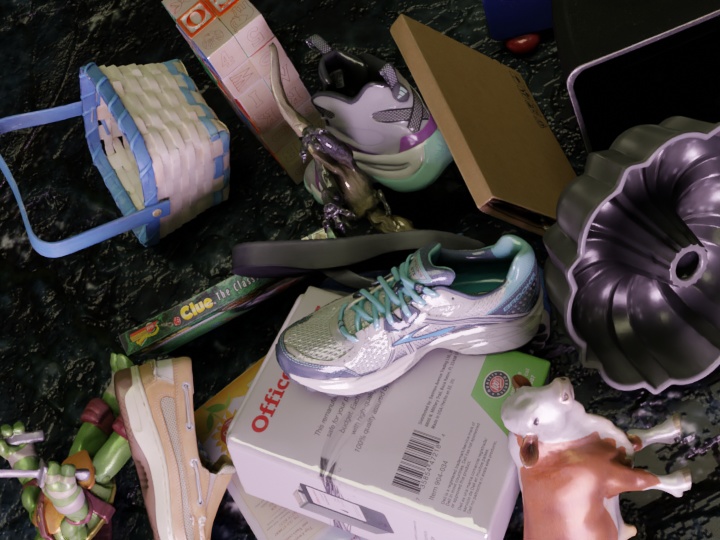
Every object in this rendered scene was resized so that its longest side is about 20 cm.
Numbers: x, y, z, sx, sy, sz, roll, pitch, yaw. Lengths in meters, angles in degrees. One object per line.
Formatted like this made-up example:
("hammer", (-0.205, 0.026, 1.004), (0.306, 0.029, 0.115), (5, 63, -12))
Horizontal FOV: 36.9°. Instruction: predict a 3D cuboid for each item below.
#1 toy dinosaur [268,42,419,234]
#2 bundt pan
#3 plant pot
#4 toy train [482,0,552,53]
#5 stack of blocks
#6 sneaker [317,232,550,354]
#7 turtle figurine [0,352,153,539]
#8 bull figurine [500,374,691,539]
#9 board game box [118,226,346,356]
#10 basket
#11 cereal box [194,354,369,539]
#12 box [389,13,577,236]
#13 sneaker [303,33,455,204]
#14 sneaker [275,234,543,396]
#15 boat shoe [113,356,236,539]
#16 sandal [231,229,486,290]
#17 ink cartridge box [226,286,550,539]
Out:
("toy dinosaur", (-0.022, -0.081, 0.829), (0.047, 0.201, 0.088), (-33, 12, 17))
("bundt pan", (0.214, -0.018, 0.778), (0.201, 0.203, 0.076), (-39, 33, -3))
("plant pot", (0.251, -0.168, 0.847), (0.197, 0.201, 0.179), (-21, 44, 9))
("toy train", (0.209, -0.281, 0.983), (0.197, 0.085, 0.117), (-11, 47, 15))
("stack of blocks", (-0.100, -0.179, 0.968), (0.058, 0.200, 0.115), (-39, 58, -2))
("sneaker", (0.060, 0.020, 0.889), (0.197, 0.079, 0.090), (2, 50, 18))
("turtle figurine", (-0.248, 0.139, 0.878), (0.199, 0.144, 0.195), (39, 62, -1))
("bull figurine", (0.152, 0.151, 0.714), (0.119, 0.203, 0.065), (-2, 25, 4))
("board game box", (-0.101, 0.020, 0.924), (0.198, 0.105, 0.024), (-27, 86, 5))
("basket", (-0.228, -0.101, 1.001), (0.197, 0.140, 0.177), (-16, 53, -24))
("cereal box", (-0.034, 0.153, 0.865), (0.143, 0.040, 0.201), (-36, 58, -3))
("box", (0.114, -0.111, 0.881), (0.021, 0.162, 0.202), (-42, 52, 30))
("sneaker", (-0.012, -0.134, 0.913), (0.078, 0.141, 0.199), (-46, 22, -29))
("sneaker", (0.033, 0.020, 0.754), (0.197, 0.087, 0.078), (-16, 51, -9))
("boat shoe", (-0.131, 0.166, 0.835), (0.075, 0.203, 0.072), (-15, 15, -12))
("sandal", (0.000, 0.000, 0.829), (0.197, 0.076, 0.044), (-4, 79, 11))
("ink cartridge box", (0.023, 0.115, 0.791), (0.197, 0.085, 0.147), (17, 57, 18))
